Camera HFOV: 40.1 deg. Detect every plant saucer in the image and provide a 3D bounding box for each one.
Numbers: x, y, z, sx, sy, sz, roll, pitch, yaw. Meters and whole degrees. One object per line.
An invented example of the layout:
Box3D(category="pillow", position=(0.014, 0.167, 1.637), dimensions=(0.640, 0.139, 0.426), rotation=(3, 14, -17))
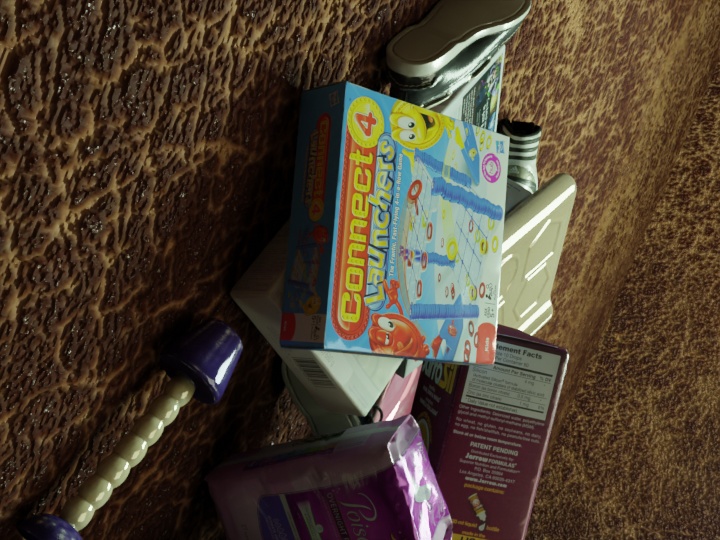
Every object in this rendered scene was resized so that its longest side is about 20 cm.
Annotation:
Box3D(category="plant saucer", position=(0.045, 0.131, 1.185), dimensions=(0.201, 0.050, 0.202), rotation=(-49, 153, -35))

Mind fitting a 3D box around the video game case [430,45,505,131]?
Box3D(category="video game case", position=(0.104, -0.126, 1.101), dimensions=(0.182, 0.023, 0.202), rotation=(-49, 152, -36))

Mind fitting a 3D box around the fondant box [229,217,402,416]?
Box3D(category="fondant box", position=(0.000, 0.000, 0.848), dimensions=(0.145, 0.058, 0.201), rotation=(53, 56, -27))

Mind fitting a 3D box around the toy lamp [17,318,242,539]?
Box3D(category="toy lamp", position=(-0.155, 0.117, 0.701), dimensions=(0.201, 0.058, 0.059), rotation=(-54, 155, -30))

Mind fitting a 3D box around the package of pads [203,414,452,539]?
Box3D(category="package of pads", position=(-0.029, 0.208, 0.858), dimensions=(0.076, 0.197, 0.122), rotation=(-39, 110, -63))

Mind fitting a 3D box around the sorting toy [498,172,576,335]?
Box3D(category="sorting toy", position=(0.161, 0.013, 1.069), dimensions=(0.184, 0.036, 0.202), rotation=(-37, 142, -34))

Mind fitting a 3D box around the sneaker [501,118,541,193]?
Box3D(category="sneaker", position=(0.209, -0.126, 1.273), dimensions=(0.201, 0.074, 0.117), rotation=(47, 56, -79))

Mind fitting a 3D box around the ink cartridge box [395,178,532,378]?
Box3D(category="ink cartridge box", position=(0.084, -0.002, 1.050), dimensions=(0.199, 0.083, 0.147), rotation=(-35, 145, -36))

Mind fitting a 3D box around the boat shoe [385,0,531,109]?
Box3D(category="boat shoe", position=(0.092, -0.208, 0.921), dimensions=(0.200, 0.073, 0.061), rotation=(-43, 149, -39))

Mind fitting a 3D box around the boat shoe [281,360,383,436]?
Box3D(category="boat shoe", position=(-0.020, 0.148, 0.960), dimensions=(0.202, 0.074, 0.062), rotation=(65, 26, -18))

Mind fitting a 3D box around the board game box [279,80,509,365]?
Box3D(category="board game box", position=(0.034, -0.029, 0.803), dimensions=(0.194, 0.055, 0.204), rotation=(9, 83, -42))

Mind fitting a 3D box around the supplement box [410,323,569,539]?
Box3D(category="supplement box", position=(0.109, 0.153, 0.940), dimensions=(0.131, 0.102, 0.203), rotation=(-157, -100, -79))
